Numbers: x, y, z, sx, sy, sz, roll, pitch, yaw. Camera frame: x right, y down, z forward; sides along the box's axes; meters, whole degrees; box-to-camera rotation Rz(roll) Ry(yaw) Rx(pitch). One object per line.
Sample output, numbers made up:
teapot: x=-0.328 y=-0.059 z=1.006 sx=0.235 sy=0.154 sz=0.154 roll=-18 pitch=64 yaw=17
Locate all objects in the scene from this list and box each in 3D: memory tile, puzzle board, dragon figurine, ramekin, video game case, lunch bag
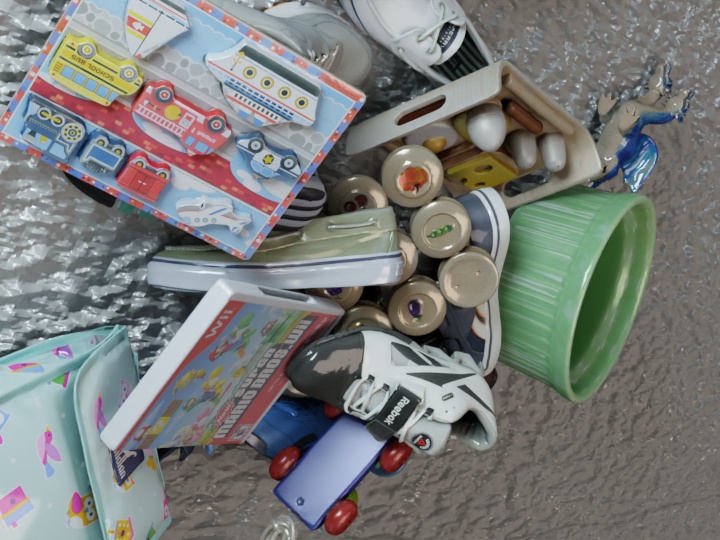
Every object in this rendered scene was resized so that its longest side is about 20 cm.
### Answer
memory tile: x=0.000 y=0.000 z=1.052 sx=0.199 sy=0.017 sz=0.154 roll=-27 pitch=113 yaw=8
puzzle board: x=-0.116 y=-0.101 z=0.851 sx=0.199 sy=0.017 sz=0.151 roll=27 pitch=117 yaw=-27
dragon figurine: x=0.258 y=-0.117 z=1.297 sx=0.099 sy=0.059 sz=0.201 roll=13 pitch=110 yaw=-50
ramekin: x=0.193 y=0.013 z=1.217 sx=0.200 sy=0.097 sz=0.202 roll=-43 pitch=143 yaw=-44
video game case: x=-0.096 y=0.074 z=0.971 sx=0.143 sy=0.017 sz=0.200 roll=-52 pitch=159 yaw=10
lunch bag: x=-0.230 y=0.146 z=0.926 sx=0.199 sy=0.121 sz=0.172 roll=-22 pitch=107 yaw=-35

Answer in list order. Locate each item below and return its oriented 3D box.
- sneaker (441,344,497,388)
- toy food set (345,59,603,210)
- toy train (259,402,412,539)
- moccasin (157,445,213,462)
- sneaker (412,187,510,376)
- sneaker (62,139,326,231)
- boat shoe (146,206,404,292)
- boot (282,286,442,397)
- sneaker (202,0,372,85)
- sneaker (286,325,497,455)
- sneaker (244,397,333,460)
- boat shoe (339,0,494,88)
sneaker: x=0.104 y=0.072 z=1.294 sx=0.115 sy=0.076 sz=0.201 roll=-18 pitch=141 yaw=-44
toy food set: x=0.099 y=-0.096 z=1.087 sx=0.143 sy=0.061 sz=0.199 roll=-21 pitch=153 yaw=28
toy train: x=-0.035 y=0.201 z=1.142 sx=0.200 sy=0.085 sz=0.116 roll=-48 pitch=161 yaw=-5
moccasin: x=-0.157 y=0.132 z=1.063 sx=0.200 sy=0.068 sz=0.081 roll=-39 pitch=141 yaw=-16
sneaker: x=0.078 y=0.019 z=1.134 sx=0.079 sy=0.079 sz=0.201 roll=-17 pitch=131 yaw=-19
sneaker: x=-0.122 y=-0.087 z=0.941 sx=0.198 sy=0.088 sz=0.074 roll=12 pitch=142 yaw=-28
boat shoe: x=-0.066 y=-0.016 z=1.004 sx=0.198 sy=0.072 sz=0.063 roll=-3 pitch=91 yaw=-6
boot: x=0.010 y=0.023 z=1.144 sx=0.202 sy=0.073 sz=0.155 roll=-10 pitch=125 yaw=-40
sneaker: x=-0.055 y=-0.147 z=0.923 sx=0.199 sy=0.092 sz=0.076 roll=0 pitch=121 yaw=-46
sneaker: x=0.035 y=0.104 z=1.056 sx=0.198 sy=0.089 sz=0.074 roll=11 pitch=131 yaw=-31
sneaker: x=-0.053 y=0.136 z=1.182 sx=0.200 sy=0.066 sz=0.079 roll=26 pitch=95 yaw=-54
boat shoe: x=0.056 y=-0.194 z=1.020 sx=0.074 sy=0.067 sz=0.199 roll=-56 pitch=142 yaw=6
